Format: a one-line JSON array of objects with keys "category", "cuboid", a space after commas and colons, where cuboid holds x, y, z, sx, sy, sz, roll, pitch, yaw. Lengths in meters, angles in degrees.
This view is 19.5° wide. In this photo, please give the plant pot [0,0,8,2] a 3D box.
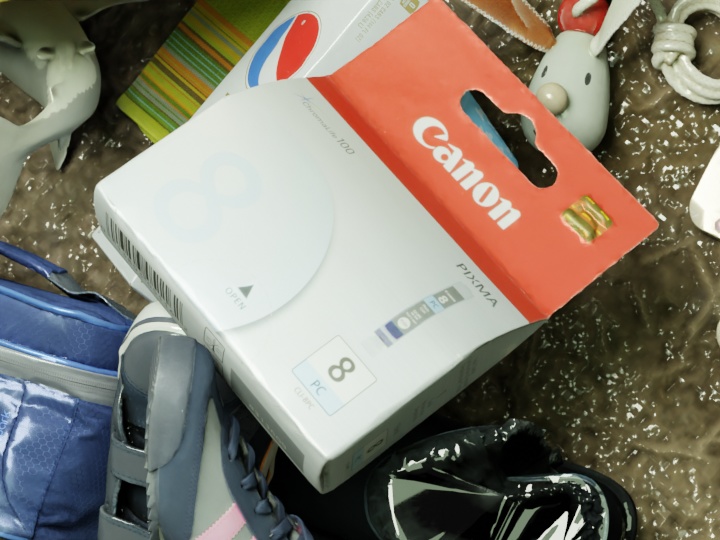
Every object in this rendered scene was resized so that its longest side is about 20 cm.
[{"category": "plant pot", "cuboid": [-0.139, -0.238, 1.005, 0.199, 0.201, 0.191, -10, 102, 13]}]

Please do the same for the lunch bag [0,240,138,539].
[{"category": "lunch bag", "cuboid": [-0.194, 0.050, 1.041, 0.198, 0.136, 0.134, 16, 87, 18]}]

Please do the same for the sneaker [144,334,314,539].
[{"category": "sneaker", "cuboid": [-0.047, 0.114, 0.901, 0.081, 0.070, 0.202, -3, 121, 5]}]

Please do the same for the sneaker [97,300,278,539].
[{"category": "sneaker", "cuboid": [-0.081, 0.104, 0.968, 0.078, 0.201, 0.080, 12, 49, 11]}]

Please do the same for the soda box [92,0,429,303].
[{"category": "soda box", "cuboid": [-0.039, -0.064, 1.036, 0.200, 0.064, 0.068, -50, 33, 2]}]

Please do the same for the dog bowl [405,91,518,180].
[{"category": "dog bowl", "cuboid": [0.000, 0.000, 1.010, 0.050, 0.111, 0.200, 41, 90, -10]}]

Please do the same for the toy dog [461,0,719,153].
[{"category": "toy dog", "cuboid": [0.107, -0.165, 1.008, 0.131, 0.096, 0.202, -17, 77, 19]}]

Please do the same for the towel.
[{"category": "towel", "cuboid": [-0.039, -0.139, 1.087, 0.086, 0.018, 0.201, 38, 93, 16]}]

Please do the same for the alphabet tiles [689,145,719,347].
[{"category": "alphabet tiles", "cuboid": [0.263, -0.024, 0.990, 0.199, 0.015, 0.197, 27, 87, 17]}]

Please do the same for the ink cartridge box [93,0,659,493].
[{"category": "ink cartridge box", "cuboid": [0.010, -0.025, 0.908, 0.199, 0.047, 0.160, -37, 70, -17]}]

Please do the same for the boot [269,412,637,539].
[{"category": "boot", "cuboid": [0.027, 0.098, 0.958, 0.198, 0.168, 0.077, 12, 84, 17]}]

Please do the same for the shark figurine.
[{"category": "shark figurine", "cuboid": [-0.164, -0.082, 1.072, 0.127, 0.215, 0.090, -2, 122, -13]}]
